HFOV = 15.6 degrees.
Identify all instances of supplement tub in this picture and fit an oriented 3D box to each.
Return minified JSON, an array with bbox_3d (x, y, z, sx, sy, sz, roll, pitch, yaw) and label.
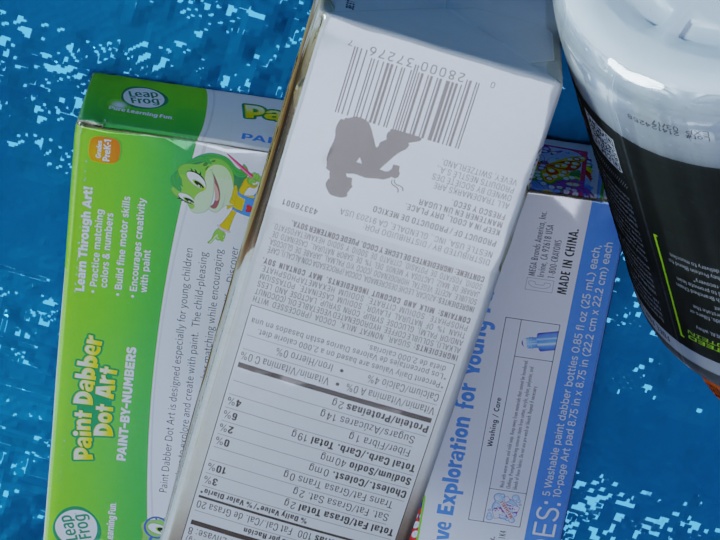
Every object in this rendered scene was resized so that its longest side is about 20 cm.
[{"bbox_3d":[0.137,-0.039,0.842,0.122,0.123,0.200,-9,143,10],"label":"supplement tub"}]

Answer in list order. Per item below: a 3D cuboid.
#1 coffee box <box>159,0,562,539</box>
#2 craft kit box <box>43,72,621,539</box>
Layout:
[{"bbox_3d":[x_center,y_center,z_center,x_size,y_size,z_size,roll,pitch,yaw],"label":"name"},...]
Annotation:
[{"bbox_3d":[0.000,0.000,0.857,0.079,0.113,0.201,16,114,-4],"label":"coffee box"},{"bbox_3d":[-0.014,0.036,0.971,0.196,0.049,0.201,7,122,-3],"label":"craft kit box"}]
